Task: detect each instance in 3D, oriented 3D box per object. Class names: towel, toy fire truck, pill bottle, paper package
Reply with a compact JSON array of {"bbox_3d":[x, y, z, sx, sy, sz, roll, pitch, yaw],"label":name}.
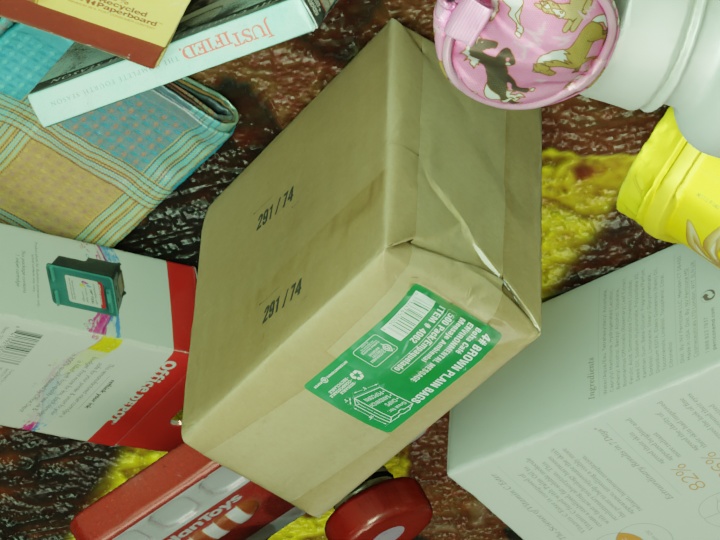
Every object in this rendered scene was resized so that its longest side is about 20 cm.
[{"bbox_3d":[-0.180,-0.064,1.366,0.147,0.022,0.200,28,133,-24],"label":"towel"},{"bbox_3d":[-0.057,0.124,1.437,0.200,0.112,0.168,-33,156,9],"label":"toy fire truck"},{"bbox_3d":[0.206,-0.102,1.142,0.200,0.114,0.114,14,137,-11],"label":"pill bottle"},{"bbox_3d":[0.000,0.000,1.297,0.103,0.191,0.200,27,132,-24],"label":"paper package"}]

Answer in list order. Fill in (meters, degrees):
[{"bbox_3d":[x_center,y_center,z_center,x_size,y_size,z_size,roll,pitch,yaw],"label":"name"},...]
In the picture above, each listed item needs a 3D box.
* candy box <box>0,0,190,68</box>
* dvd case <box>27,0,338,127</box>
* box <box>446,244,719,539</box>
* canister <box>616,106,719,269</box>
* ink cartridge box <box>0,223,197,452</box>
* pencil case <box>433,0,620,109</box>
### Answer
[{"bbox_3d":[-0.125,-0.195,1.081,0.116,0.200,0.056,18,142,-15],"label":"candy box"},{"bbox_3d":[-0.062,-0.135,1.153,0.146,0.200,0.022,-17,112,23],"label":"dvd case"},{"bbox_3d":[0.175,0.087,1.441,0.200,0.106,0.152,-24,131,29],"label":"box"},{"bbox_3d":[0.245,-0.010,1.243,0.200,0.149,0.087,35,99,16],"label":"canister"},{"bbox_3d":[-0.173,0.041,1.427,0.200,0.067,0.116,14,142,-31],"label":"ink cartridge box"},{"bbox_3d":[0.060,-0.166,1.106,0.083,0.200,0.087,-11,137,1],"label":"pencil case"}]
